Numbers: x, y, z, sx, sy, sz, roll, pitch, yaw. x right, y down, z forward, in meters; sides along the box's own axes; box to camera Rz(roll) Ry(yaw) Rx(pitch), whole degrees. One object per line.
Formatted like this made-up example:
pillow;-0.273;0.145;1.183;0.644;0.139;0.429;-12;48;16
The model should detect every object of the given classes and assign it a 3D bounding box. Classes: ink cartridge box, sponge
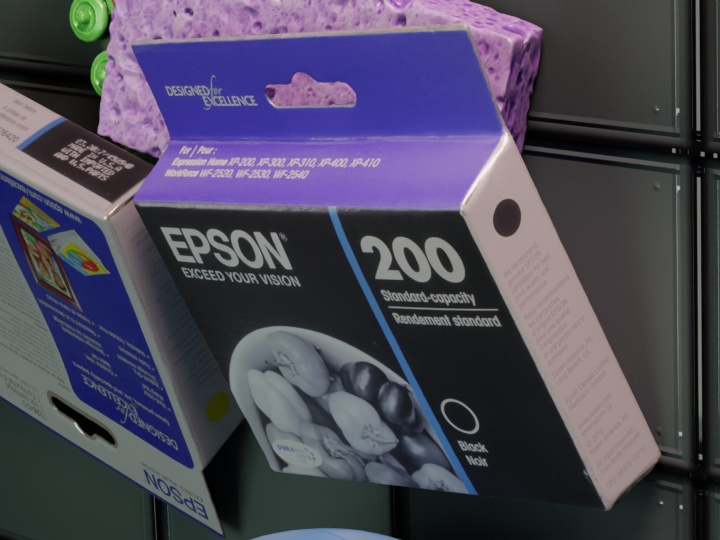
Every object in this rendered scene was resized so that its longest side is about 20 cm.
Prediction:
ink cartridge box;0.000;0.000;0.979;0.198;0.043;0.201;2;126;47
ink cartridge box;-0.138;0.007;1.160;0.197;0.047;0.201;27;147;40
sponge;-0.023;-0.077;1.020;0.199;0.030;0.112;24;118;27

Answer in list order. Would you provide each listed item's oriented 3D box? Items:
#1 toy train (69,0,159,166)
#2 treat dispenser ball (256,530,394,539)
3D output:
toy train;-0.095;-0.104;1.112;0.056;0.042;0.201;-26;81;37
treat dispenser ball;-0.014;0.204;0.974;0.200;0.200;0.202;14;110;44
